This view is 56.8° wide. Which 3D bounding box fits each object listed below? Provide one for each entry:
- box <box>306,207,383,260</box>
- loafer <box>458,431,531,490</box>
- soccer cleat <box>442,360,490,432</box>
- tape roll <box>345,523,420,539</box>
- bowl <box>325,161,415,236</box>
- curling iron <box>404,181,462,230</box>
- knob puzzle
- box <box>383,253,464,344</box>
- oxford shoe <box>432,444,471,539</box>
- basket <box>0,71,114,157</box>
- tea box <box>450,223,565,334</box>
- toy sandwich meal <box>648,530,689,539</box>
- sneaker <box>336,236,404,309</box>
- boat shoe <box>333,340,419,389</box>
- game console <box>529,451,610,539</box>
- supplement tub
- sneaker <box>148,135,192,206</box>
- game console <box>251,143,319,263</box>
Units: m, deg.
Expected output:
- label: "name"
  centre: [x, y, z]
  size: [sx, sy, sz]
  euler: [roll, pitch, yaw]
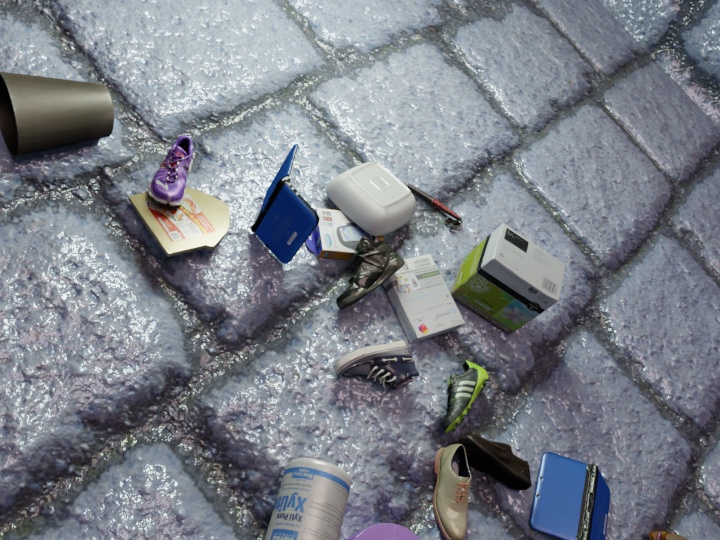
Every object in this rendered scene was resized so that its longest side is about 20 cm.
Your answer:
- label: "box"
  centre: [-0.038, -0.086, 1.623]
  size: [0.199, 0.041, 0.120]
  euler: [5, 60, -29]
- label: "loafer"
  centre: [0.301, 0.417, 1.497]
  size: [0.200, 0.073, 0.072]
  euler: [38, 45, -14]
- label: "soccer cleat"
  centre: [0.226, 0.290, 1.537]
  size: [0.081, 0.068, 0.200]
  euler: [32, 48, 14]
- label: "tape roll"
  centre: [0.044, 0.584, 1.250]
  size: [0.199, 0.066, 0.201]
  euler: [14, 56, -22]
- label: "bowl"
  centre: [0.037, -0.192, 1.673]
  size: [0.200, 0.075, 0.199]
  euler: [44, 43, 14]
- label: "curling iron"
  centre: [0.199, -0.180, 1.819]
  size: [0.200, 0.026, 0.050]
  euler: [39, 48, -3]
- label: "knob puzzle"
  centre: [-0.374, -0.112, 1.448]
  size: [0.218, 0.031, 0.220]
  euler: [16, 42, -15]
- label: "box"
  centre: [0.148, 0.065, 1.635]
  size: [0.155, 0.041, 0.201]
  euler: [-13, 68, -33]
- label: "oxford shoe"
  centre: [0.197, 0.464, 1.400]
  size: [0.070, 0.074, 0.201]
  euler: [10, 58, -24]
- label: "basket"
  centre: [-0.630, -0.330, 1.383]
  size: [0.199, 0.136, 0.181]
  euler: [-14, 74, -39]
- label: "tea box"
  centre: [0.369, 0.024, 1.682]
  size: [0.199, 0.197, 0.134]
  euler: [32, 51, -8]
- label: "toy sandwich meal"
  centre: [0.734, 0.717, 1.551]
  size: [0.204, 0.070, 0.206]
  euler: [14, 56, -22]
- label: "sneaker"
  centre: [0.000, 0.000, 1.549]
  size: [0.199, 0.076, 0.114]
  euler: [-40, 90, -20]
- label: "boat shoe"
  centre: [0.041, 0.218, 1.459]
  size: [0.199, 0.075, 0.093]
  euler: [-11, 60, -34]
- label: "game console"
  centre: [0.492, 0.552, 1.549]
  size: [0.171, 0.118, 0.201]
  euler: [55, 44, -31]
- label: "supplement tub"
  centre: [-0.098, 0.457, 1.204]
  size: [0.131, 0.132, 0.201]
  euler: [26, 52, -13]
- label: "sneaker"
  centre: [-0.409, -0.223, 1.453]
  size: [0.080, 0.084, 0.201]
  euler: [14, 47, -17]
- label: "game console"
  centre: [-0.155, -0.145, 1.479]
  size: [0.171, 0.200, 0.118]
  euler: [47, 51, 3]
